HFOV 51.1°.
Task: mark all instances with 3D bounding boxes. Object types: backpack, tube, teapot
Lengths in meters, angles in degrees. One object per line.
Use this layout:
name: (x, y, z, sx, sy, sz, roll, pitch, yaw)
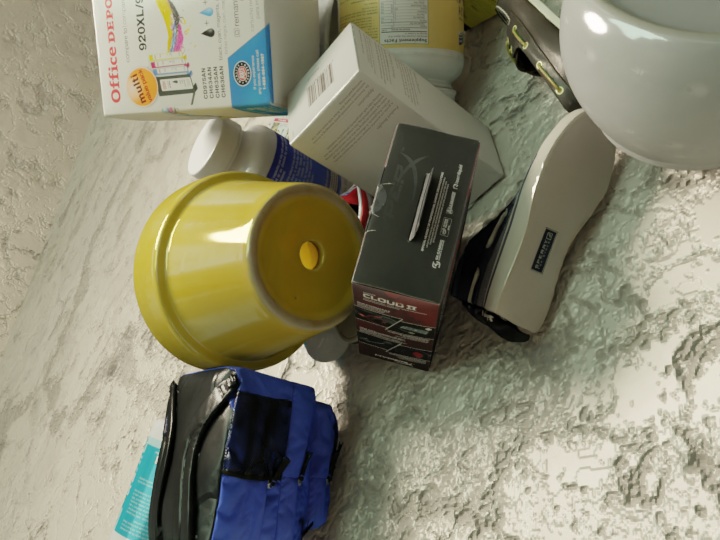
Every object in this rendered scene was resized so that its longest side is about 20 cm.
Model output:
backpack: (-0.113, 0.212, 0.744, 0.162, 0.166, 0.203, -23, 53, 57)
tube: (-0.062, 0.042, 0.920, 0.078, 0.050, 0.200, -55, 26, 9)
teapot: (0.228, -0.143, 0.527, 0.195, 0.147, 0.201, 13, 52, 20)

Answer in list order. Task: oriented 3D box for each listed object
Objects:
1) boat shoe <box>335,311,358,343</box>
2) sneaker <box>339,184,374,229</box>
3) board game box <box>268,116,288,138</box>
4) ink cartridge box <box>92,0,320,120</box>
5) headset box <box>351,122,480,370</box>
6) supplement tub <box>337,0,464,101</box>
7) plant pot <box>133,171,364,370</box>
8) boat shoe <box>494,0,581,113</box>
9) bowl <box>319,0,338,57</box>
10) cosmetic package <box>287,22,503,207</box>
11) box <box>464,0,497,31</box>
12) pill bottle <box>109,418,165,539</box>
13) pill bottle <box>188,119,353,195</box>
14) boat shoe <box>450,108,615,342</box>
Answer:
boat shoe: (0.000, 0.000, 0.856, 0.067, 0.057, 0.202, -35, 45, 28)
sneaker: (0.010, -0.088, 0.836, 0.071, 0.112, 0.202, -43, 37, 32)
board game box: (-0.098, -0.166, 1.107, 0.147, 0.064, 0.202, 25, 90, 58)
ink cartridge box: (-0.158, -0.239, 0.802, 0.197, 0.144, 0.150, 0, 99, 19)
headset box: (0.047, -0.017, 0.655, 0.201, 0.074, 0.150, 85, -161, -66)
supplement tub: (0.045, -0.283, 0.845, 0.145, 0.144, 0.203, 12, 105, 58)
plant pot: (-0.093, -0.003, 0.727, 0.188, 0.199, 0.203, -9, 60, 53)
boat shoe: (0.174, -0.219, 0.729, 0.061, 0.071, 0.202, -47, 37, 17)
bowl: (-0.045, -0.246, 0.941, 0.089, 0.202, 0.204, -1, 61, 18)
cosmetic package: (0.035, -0.133, 0.749, 0.107, 0.199, 0.086, -39, 40, 30)
box: (0.177, -0.347, 0.843, 0.199, 0.050, 0.076, -15, 55, 52)
pill bottle: (-0.236, 0.293, 0.923, 0.110, 0.110, 0.202, -2, 65, 55)
pill bottle: (-0.112, -0.114, 0.955, 0.112, 0.199, 0.113, -35, 41, 37)
boat shoe: (0.140, -0.045, 0.648, 0.202, 0.074, 0.093, -64, 26, -1)
